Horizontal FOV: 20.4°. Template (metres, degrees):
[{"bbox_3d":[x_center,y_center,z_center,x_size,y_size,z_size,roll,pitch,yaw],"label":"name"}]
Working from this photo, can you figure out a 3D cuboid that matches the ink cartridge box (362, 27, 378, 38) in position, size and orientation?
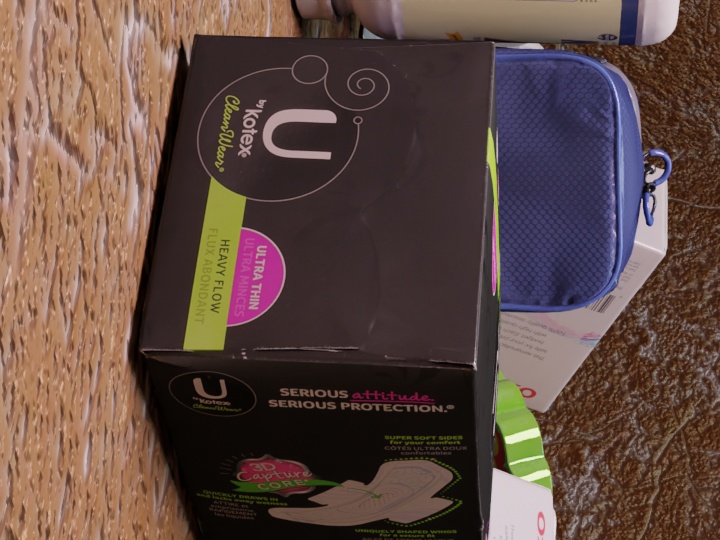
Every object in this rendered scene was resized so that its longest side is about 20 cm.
[{"bbox_3d":[0.026,-0.158,1.468,0.200,0.047,0.161,59,30,-47],"label":"ink cartridge box"}]

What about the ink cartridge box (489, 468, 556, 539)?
[{"bbox_3d":[0.026,0.172,1.038,0.200,0.085,0.148,30,60,-59],"label":"ink cartridge box"}]

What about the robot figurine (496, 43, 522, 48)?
[{"bbox_3d":[0.084,-0.219,1.243,0.113,0.170,0.201,-19,139,-39],"label":"robot figurine"}]

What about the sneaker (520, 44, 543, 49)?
[{"bbox_3d":[0.090,-0.140,1.499,0.087,0.075,0.200,54,27,-7],"label":"sneaker"}]

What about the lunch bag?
[{"bbox_3d":[0.066,-0.052,1.072,0.132,0.199,0.137,-37,128,-79],"label":"lunch bag"}]

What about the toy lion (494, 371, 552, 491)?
[{"bbox_3d":[0.083,0.161,1.376,0.200,0.068,0.193,155,-78,-70],"label":"toy lion"}]

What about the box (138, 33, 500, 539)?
[{"bbox_3d":[-0.006,0.021,0.813,0.200,0.124,0.149,83,10,-59],"label":"box"}]

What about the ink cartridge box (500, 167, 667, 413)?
[{"bbox_3d":[0.106,-0.003,1.399,0.200,0.145,0.088,120,-16,-45],"label":"ink cartridge box"}]

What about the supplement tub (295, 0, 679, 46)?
[{"bbox_3d":[0.069,-0.192,1.056,0.145,0.199,0.146,2,90,-83],"label":"supplement tub"}]
